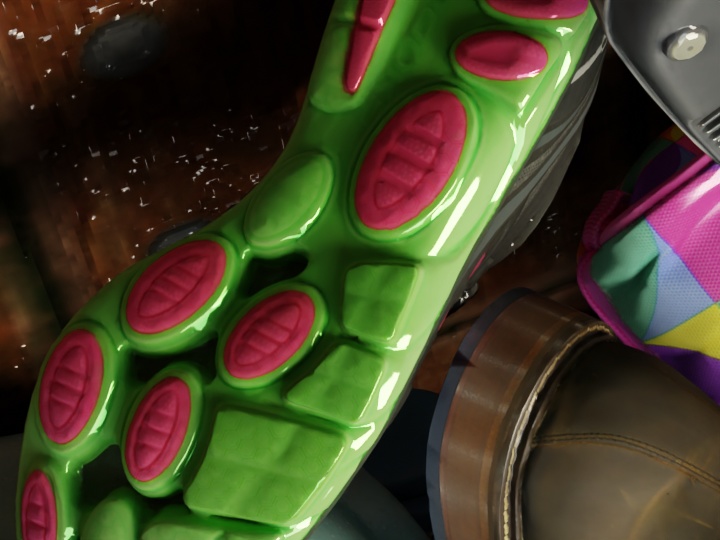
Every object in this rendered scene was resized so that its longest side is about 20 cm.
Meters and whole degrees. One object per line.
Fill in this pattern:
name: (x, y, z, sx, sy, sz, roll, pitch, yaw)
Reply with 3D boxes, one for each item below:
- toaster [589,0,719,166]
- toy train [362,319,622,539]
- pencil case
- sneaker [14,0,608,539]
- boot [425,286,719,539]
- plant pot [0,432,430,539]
toaster: (0.105, -0.086, 0.591, 0.114, 0.129, 0.200, -36, 145, 18)
toy train: (0.081, 0.060, 0.846, 0.200, 0.085, 0.116, -23, 131, -15)
pencil case: (0.135, 0.046, 0.736, 0.088, 0.200, 0.088, -36, -177, 2)
sneaker: (0.000, 0.000, 0.653, 0.200, 0.077, 0.084, -53, 157, -1)
boot: (0.079, 0.090, 0.702, 0.075, 0.097, 0.200, -55, 150, -23)
plant pot: (-0.051, 0.119, 0.751, 0.134, 0.200, 0.200, -37, 158, -35)
